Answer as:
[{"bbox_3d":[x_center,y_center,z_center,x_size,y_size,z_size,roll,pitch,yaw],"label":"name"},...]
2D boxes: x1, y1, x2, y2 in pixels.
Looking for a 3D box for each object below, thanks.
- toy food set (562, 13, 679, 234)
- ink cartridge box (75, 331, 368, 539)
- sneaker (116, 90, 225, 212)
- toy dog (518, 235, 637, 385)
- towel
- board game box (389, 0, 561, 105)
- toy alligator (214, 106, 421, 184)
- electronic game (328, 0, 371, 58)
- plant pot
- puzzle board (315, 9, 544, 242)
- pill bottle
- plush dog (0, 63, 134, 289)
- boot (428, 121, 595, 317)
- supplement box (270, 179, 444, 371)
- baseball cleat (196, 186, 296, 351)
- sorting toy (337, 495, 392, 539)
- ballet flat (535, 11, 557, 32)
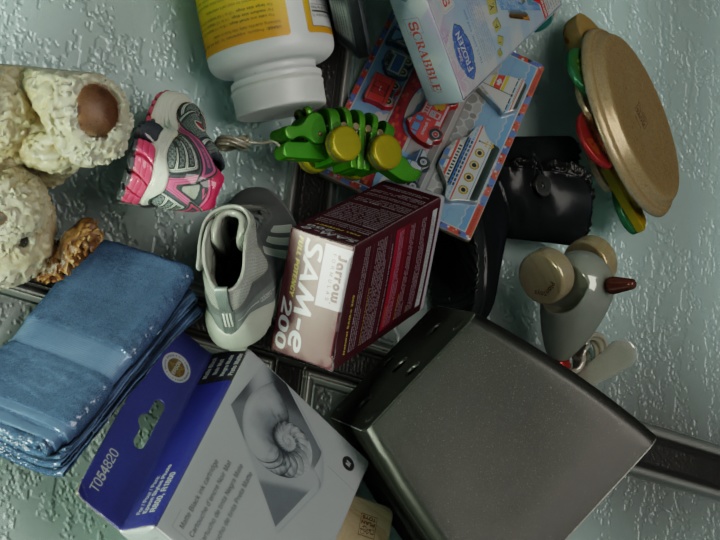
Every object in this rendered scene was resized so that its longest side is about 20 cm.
[{"bbox_3d":[0.250,-0.142,1.982,0.200,0.048,0.198,57,27,-27],"label":"toy food set"},{"bbox_3d":[-0.100,0.159,1.582,0.200,0.041,0.200,42,43,-17],"label":"ink cartridge box"},{"bbox_3d":[-0.142,-0.084,1.621,0.074,0.200,0.081,17,108,-4],"label":"sneaker"},{"bbox_3d":[0.208,0.062,1.869,0.132,0.096,0.201,-42,132,-33],"label":"toy dog"},{"bbox_3d":[-0.216,0.065,1.576,0.200,0.111,0.049,-53,150,-32],"label":"towel"},{"bbox_3d":[0.089,-0.279,1.812,0.200,0.041,0.201,-45,121,-45],"label":"board game box"},{"bbox_3d":[-0.033,-0.113,1.720,0.199,0.059,0.055,9,76,-32],"label":"toy alligator"},{"bbox_3d":[-0.017,-0.281,1.761,0.041,0.200,0.201,-11,87,1],"label":"electronic game"},{"bbox_3d":[0.091,0.139,1.718,0.200,0.200,0.177,-45,100,-8],"label":"plant pot"},{"bbox_3d":[0.065,-0.138,1.840,0.150,0.017,0.201,24,63,2],"label":"puzzle board"},{"bbox_3d":[-0.085,-0.231,1.730,0.109,0.109,0.201,-8,85,-39],"label":"pill bottle"},{"bbox_3d":[-0.281,-0.069,1.546,0.199,0.160,0.173,2,97,-20],"label":"plush dog"},{"bbox_3d":[0.144,-0.037,1.891,0.167,0.076,0.201,7,71,-33],"label":"boot"},{"bbox_3d":[0.000,0.000,1.707,0.200,0.061,0.109,-31,134,-64],"label":"supplement box"},{"bbox_3d":[-0.090,-0.027,1.654,0.200,0.069,0.107,-90,174,-52],"label":"baseball cleat"},{"bbox_3d":[-0.086,0.263,1.654,0.199,0.069,0.200,24,67,-33],"label":"sorting toy"},{"bbox_3d":[0.110,-0.297,1.935,0.200,0.069,0.070,33,62,-33],"label":"ballet flat"}]
